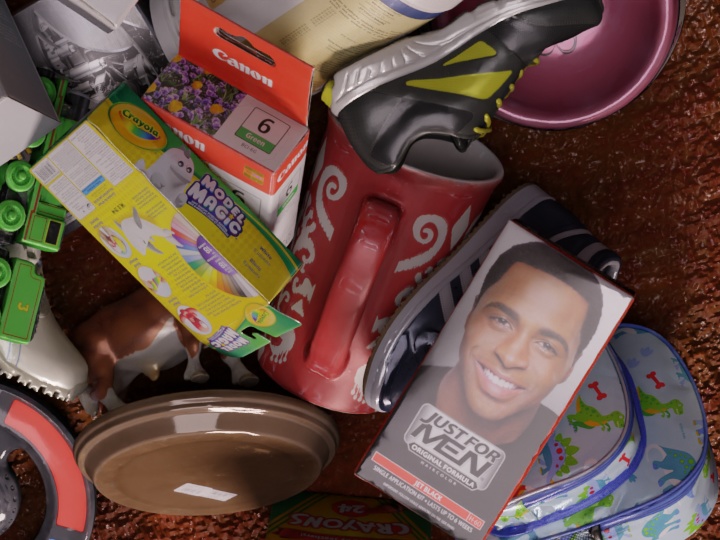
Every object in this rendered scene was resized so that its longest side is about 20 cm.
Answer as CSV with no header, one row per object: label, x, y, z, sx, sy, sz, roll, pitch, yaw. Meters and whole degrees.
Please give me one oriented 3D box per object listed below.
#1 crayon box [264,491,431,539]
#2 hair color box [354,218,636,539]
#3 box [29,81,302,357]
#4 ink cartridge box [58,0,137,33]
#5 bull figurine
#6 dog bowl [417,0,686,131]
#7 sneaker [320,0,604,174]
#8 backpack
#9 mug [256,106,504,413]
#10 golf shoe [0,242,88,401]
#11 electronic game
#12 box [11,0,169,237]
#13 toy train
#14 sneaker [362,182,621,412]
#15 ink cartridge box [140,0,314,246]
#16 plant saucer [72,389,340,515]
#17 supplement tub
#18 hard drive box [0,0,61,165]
crayon box,-0.011,0.228,1.596,0.126,0.200,0.051,5,108,1
hair color box,0.091,0.075,1.442,0.101,0.061,0.201,31,96,7
box,-0.125,-0.028,1.470,0.200,0.048,0.117,48,149,-9
ink cartridge box,-0.143,-0.262,1.443,0.084,0.146,0.200,35,89,-9
bull figurine,-0.138,0.044,1.591,0.200,0.122,0.065,-32,144,27
dog bowl,0.135,-0.189,1.519,0.199,0.074,0.201,1,108,2
sneaker,0.076,-0.128,1.449,0.199,0.074,0.085,-23,88,3
backpack,0.153,0.127,1.555,0.199,0.184,0.147,-17,143,4
mug,-0.007,-0.006,1.543,0.133,0.177,0.201,34,115,27
golf shoe,-0.255,0.005,1.553,0.097,0.078,0.200,-42,102,10
electronic game,-0.304,0.176,1.677,0.199,0.042,0.201,1,108,3
box,-0.221,-0.116,1.573,0.199,0.048,0.159,-29,105,11
toy train,-0.234,-0.044,1.517,0.056,0.042,0.201,16,84,-26
sneaker,0.097,0.039,1.502,0.108,0.070,0.200,36,78,26
ink cartridge box,-0.094,-0.086,1.453,0.109,0.050,0.200,30,149,11
plant saucer,-0.113,0.140,1.593,0.199,0.200,0.030,-9,64,6
supplement tub,-0.034,-0.203,1.463,0.199,0.145,0.145,-28,106,35
hard drive box,-0.323,-0.151,1.499,0.155,0.077,0.201,-31,69,14
